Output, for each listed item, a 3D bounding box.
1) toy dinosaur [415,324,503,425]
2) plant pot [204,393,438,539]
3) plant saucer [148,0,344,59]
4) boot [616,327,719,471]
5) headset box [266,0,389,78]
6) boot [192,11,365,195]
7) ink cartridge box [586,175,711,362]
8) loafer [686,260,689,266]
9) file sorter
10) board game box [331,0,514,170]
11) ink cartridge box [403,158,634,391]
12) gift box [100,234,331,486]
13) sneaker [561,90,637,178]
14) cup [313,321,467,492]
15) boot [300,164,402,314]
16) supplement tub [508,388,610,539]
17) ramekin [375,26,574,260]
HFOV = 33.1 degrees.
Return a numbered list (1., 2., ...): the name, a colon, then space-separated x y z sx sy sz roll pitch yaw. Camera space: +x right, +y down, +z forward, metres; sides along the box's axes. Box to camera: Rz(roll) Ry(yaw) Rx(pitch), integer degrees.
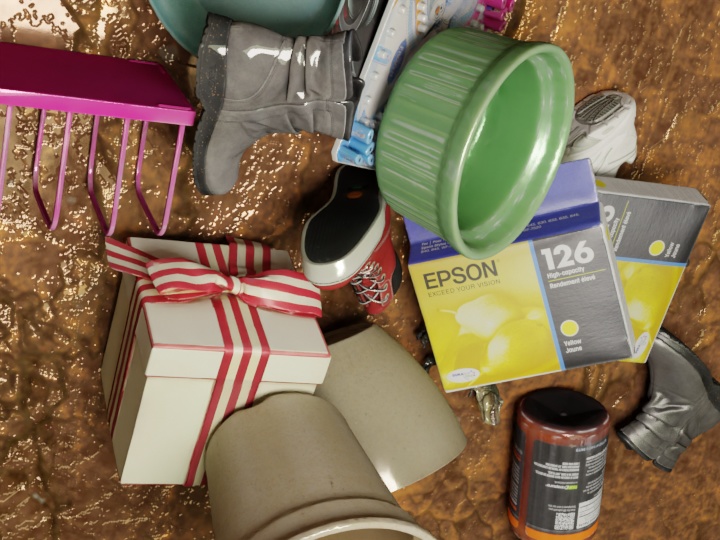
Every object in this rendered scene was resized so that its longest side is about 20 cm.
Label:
1. toy dinosaur: 0.102 0.080 1.303 0.088 0.047 0.201 -18 113 -18
2. plant pot: -0.047 0.212 1.021 0.199 0.184 0.201 -11 131 -13
3. plant saucer: -0.090 -0.261 0.981 0.036 0.199 0.201 -37 135 -58
4. boot: 0.347 0.151 1.412 0.132 0.070 0.200 -45 118 4
5. headset box: -0.015 -0.222 1.066 0.149 0.077 0.201 -22 124 -55
6. boot: -0.068 -0.120 0.990 0.131 0.070 0.200 9 149 -3
7. ink cartridge box: 0.237 0.000 1.248 0.199 0.047 0.199 4 121 -22
8. loafer: 0.264 -0.010 1.322 0.199 0.073 0.072 4 120 -19
9. file sorter: -0.259 -0.108 1.018 0.199 0.139 0.126 4 113 -24
10. board game box: 0.064 -0.181 1.114 0.200 0.026 0.201 3 110 -62
11. ink cartridge box: 0.153 0.009 1.196 0.196 0.047 0.201 -12 112 17
12. gift box: -0.148 0.067 1.116 0.183 0.200 0.188 2 126 -28
13. sneaker: 0.213 -0.096 1.255 0.199 0.078 0.100 -32 123 -6
14. cup: -0.009 0.135 1.210 0.199 0.200 0.144 -20 94 -14
15. boot: 0.000 0.000 1.145 0.072 0.200 0.145 -2 118 15
16. supplement tub: 0.223 0.244 1.384 0.106 0.107 0.201 -6 114 -20
17. ramekin: 0.100 -0.120 1.087 0.200 0.097 0.201 -38 142 -39
